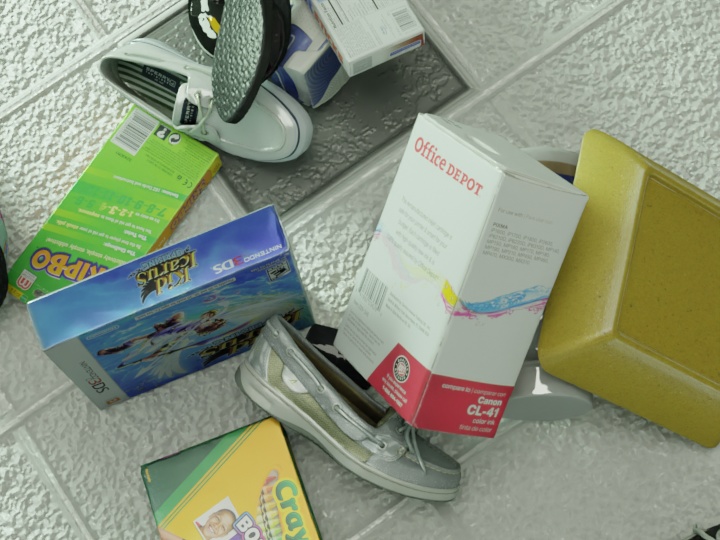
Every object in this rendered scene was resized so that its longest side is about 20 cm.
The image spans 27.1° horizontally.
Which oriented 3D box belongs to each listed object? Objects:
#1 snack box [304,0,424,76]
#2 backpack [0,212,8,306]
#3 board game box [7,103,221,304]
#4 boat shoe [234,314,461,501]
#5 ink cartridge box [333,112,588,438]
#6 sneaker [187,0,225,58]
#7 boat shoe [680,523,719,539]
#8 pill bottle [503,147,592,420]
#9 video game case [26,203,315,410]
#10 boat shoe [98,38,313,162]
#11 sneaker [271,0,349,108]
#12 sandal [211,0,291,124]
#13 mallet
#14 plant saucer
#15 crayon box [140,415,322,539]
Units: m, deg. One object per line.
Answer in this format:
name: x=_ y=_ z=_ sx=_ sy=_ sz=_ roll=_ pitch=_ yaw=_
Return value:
snack box: x=-0.021 y=-0.258 z=1.276 sx=0.071 sy=0.024 sz=0.201 roll=-24 pitch=64 yaw=-9
backpack: x=-0.374 y=-0.056 z=1.255 sx=0.126 sy=0.168 sz=0.201 roll=-25 pitch=57 yaw=-16
board game box: x=-0.215 y=-0.041 z=1.293 sx=0.095 sy=0.030 sz=0.201 roll=31 pitch=73 yaw=15
boat shoe: x=-0.003 y=0.113 z=1.182 sx=0.201 sy=0.074 sz=0.065 roll=33 pitch=104 yaw=8
ink cartridge box: x=0.071 y=0.003 z=1.127 sx=0.085 sy=0.148 sz=0.202 roll=14 pitch=106 yaw=-29
sneaker: x=-0.126 y=-0.281 z=1.325 sx=0.069 sy=0.090 sz=0.202 roll=-7 pitch=60 yaw=3
boat shoe: x=0.265 y=0.228 z=1.137 sx=0.197 sy=0.068 sz=0.074 roll=-18 pitch=70 yaw=-2
pill bottle: x=0.141 y=0.013 z=1.200 sx=0.110 sy=0.111 sz=0.202 roll=-1 pitch=71 yaw=4
video game case: x=-0.141 y=0.035 z=1.178 sx=0.198 sy=0.181 sz=0.046 roll=-22 pitch=71 yaw=-3
boat shoe: x=-0.139 y=-0.140 z=1.290 sx=0.198 sy=0.067 sz=0.074 roll=22 pitch=116 yaw=22
sneaker: x=-0.042 y=-0.245 z=1.330 sx=0.114 sy=0.081 sz=0.200 roll=23 pitch=67 yaw=16
sandal: x=-0.082 y=-0.216 z=1.253 sx=0.048 sy=0.075 sz=0.203 roll=17 pitch=69 yaw=-32
mallet: x=0.000 y=0.000 z=1.259 sx=0.065 sy=0.041 sz=0.202 roll=11 pitch=68 yaw=5
plant saucer: x=0.243 y=0.013 z=1.166 sx=0.199 sy=0.048 sz=0.202 roll=25 pitch=70 yaw=-28
crayon box: x=-0.085 y=0.230 z=1.170 sx=0.118 sy=0.058 sz=0.202 roll=-20 pitch=70 yaw=-3
